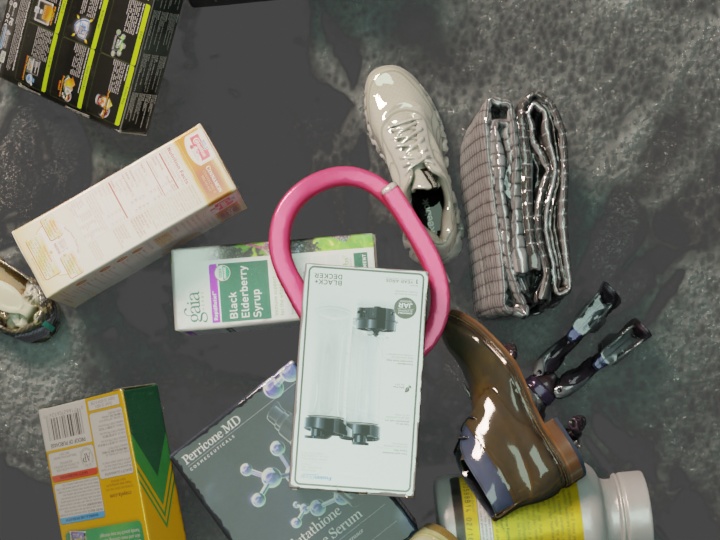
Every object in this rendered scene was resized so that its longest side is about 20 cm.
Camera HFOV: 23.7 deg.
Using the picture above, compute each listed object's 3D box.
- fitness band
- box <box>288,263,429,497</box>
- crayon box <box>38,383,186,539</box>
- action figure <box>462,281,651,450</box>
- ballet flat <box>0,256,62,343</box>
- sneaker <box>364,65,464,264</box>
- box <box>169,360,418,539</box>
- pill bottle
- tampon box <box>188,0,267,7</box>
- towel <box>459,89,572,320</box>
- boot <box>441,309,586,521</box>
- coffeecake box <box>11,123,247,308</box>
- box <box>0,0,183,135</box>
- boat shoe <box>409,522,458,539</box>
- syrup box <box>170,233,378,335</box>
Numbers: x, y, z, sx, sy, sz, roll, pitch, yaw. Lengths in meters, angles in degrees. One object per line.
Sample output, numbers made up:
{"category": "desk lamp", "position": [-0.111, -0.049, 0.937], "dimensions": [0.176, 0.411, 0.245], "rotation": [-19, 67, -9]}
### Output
{"category": "fitness band", "position": [0.000, 0.000, 1.593], "dimensions": [0.143, 0.037, 0.201], "rotation": [-30, 87, -4]}
{"category": "box", "position": [-0.001, 0.098, 1.543], "dimensions": [0.115, 0.060, 0.203], "rotation": [3, 87, 0]}
{"category": "crayon box", "position": [-0.230, 0.217, 1.618], "dimensions": [0.125, 0.051, 0.203], "rotation": [-15, 83, 40]}
{"category": "action figure", "position": [0.183, 0.103, 1.648], "dimensions": [0.200, 0.069, 0.130], "rotation": [-44, 91, 0]}
{"category": "ballet flat", "position": [-0.379, 0.001, 1.661], "dimensions": [0.199, 0.072, 0.073], "rotation": [31, 86, 3]}
{"category": "sneaker", "position": [0.054, -0.107, 1.661], "dimensions": [0.074, 0.081, 0.202], "rotation": [-18, 84, 1]}
{"category": "box", "position": [-0.060, 0.208, 1.621], "dimensions": [0.148, 0.107, 0.201], "rotation": [-38, 85, -2]}
{"category": "pill bottle", "position": [0.171, 0.239, 1.614], "dimensions": [0.197, 0.111, 0.113], "rotation": [-7, 85, 1]}
{"category": "tampon box", "position": [-0.079, -0.348, 1.658], "dimensions": [0.197, 0.126, 0.152], "rotation": [-5, 86, -1]}
{"category": "towel", "position": [0.151, -0.054, 1.614], "dimensions": [0.084, 0.166, 0.203], "rotation": [-6, 85, -6]}
{"category": "boot", "position": [0.111, 0.132, 1.576], "dimensions": [0.096, 0.075, 0.201], "rotation": [-32, 68, -15]}
{"category": "coffeecake box", "position": [-0.212, -0.048, 1.620], "dimensions": [0.199, 0.154, 0.074], "rotation": [-30, 86, -2]}
{"category": "box", "position": [-0.254, -0.253, 1.626], "dimensions": [0.192, 0.047, 0.202], "rotation": [23, 103, 31]}
{"category": "boat shoe", "position": [0.042, 0.317, 1.579], "dimensions": [0.073, 0.202, 0.063], "rotation": [35, 44, 15]}
{"category": "syrup box", "position": [-0.081, 0.015, 1.650], "dimensions": [0.197, 0.081, 0.080], "rotation": [-4, 85, -1]}
